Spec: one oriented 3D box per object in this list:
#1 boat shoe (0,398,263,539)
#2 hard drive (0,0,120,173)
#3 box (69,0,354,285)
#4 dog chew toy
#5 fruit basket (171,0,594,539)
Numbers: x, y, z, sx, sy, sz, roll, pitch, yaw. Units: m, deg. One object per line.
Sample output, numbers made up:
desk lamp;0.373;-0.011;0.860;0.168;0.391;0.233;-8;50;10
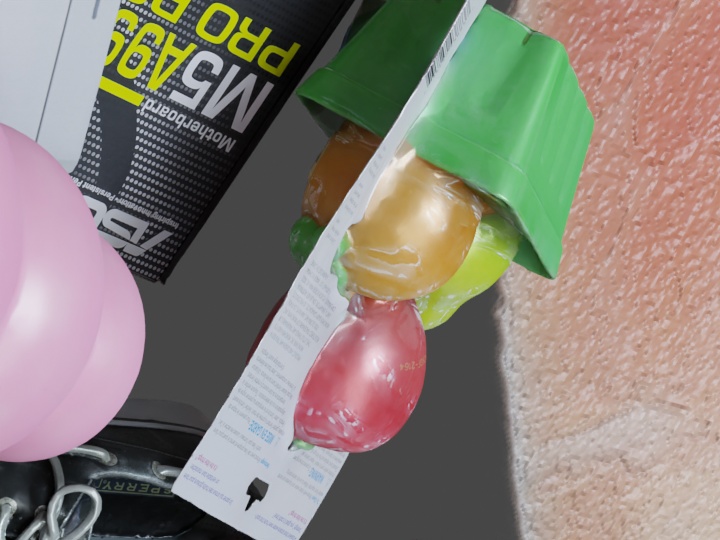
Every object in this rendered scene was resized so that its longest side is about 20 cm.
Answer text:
boat shoe;-0.121;0.088;1.086;0.199;0.068;0.074;8;116;-40
hard drive;-0.162;-0.080;0.892;0.199;0.027;0.132;-6;129;-34
box;-0.099;-0.098;0.984;0.200;0.044;0.161;25;103;-44
dog chew toy;-0.133;0.003;0.883;0.125;0.125;0.200;-49;147;4
fruit basket;0.000;0.000;1.060;0.200;0.094;0.185;-55;165;-3
